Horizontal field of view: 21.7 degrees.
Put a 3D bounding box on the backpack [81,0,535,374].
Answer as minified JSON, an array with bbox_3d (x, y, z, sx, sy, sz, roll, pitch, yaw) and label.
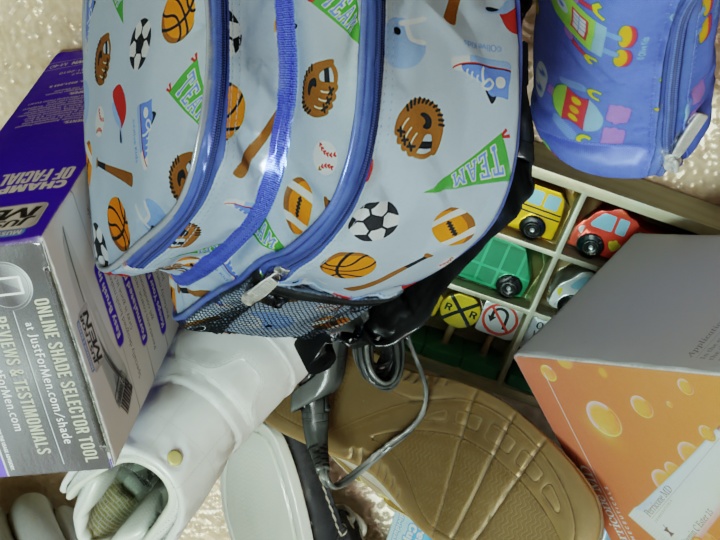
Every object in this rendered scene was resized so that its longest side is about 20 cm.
[{"bbox_3d":[-0.021,-0.074,0.734,0.154,0.201,0.190,0,165,-37],"label":"backpack"}]

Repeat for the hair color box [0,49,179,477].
[{"bbox_3d":[-0.122,-0.012,0.826,0.065,0.200,0.110,-7,118,12],"label":"hair color box"}]

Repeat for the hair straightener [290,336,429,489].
[{"bbox_3d":[0.000,0.000,0.857,0.077,0.041,0.201,1,89,22],"label":"hair straightener"}]

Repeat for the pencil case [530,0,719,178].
[{"bbox_3d":[0.112,-0.107,0.763,0.078,0.087,0.200,-30,157,-10],"label":"pencil case"}]

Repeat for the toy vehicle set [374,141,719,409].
[{"bbox_3d":[0.117,0.015,0.910,0.199,0.027,0.125,19,120,-3],"label":"toy vehicle set"}]

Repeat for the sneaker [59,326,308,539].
[{"bbox_3d":[-0.106,0.084,0.884,0.074,0.116,0.200,43,151,-5],"label":"sneaker"}]

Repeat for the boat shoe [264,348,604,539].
[{"bbox_3d":[0.039,0.086,0.897,0.200,0.069,0.074,31,91,32],"label":"boat shoe"}]

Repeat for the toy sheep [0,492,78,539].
[{"bbox_3d":[-0.186,0.185,0.991,0.200,0.138,0.138,-32,114,-11],"label":"toy sheep"}]

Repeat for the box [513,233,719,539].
[{"bbox_3d":[0.184,0.062,0.797,0.200,0.097,0.125,3,128,54],"label":"box"}]

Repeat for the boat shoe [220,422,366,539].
[{"bbox_3d":[-0.022,0.158,0.989,0.060,0.074,0.201,-25,114,-30],"label":"boat shoe"}]

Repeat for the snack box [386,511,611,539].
[{"bbox_3d":[0.054,0.193,0.940,0.116,0.037,0.201,22,98,33],"label":"snack box"}]
